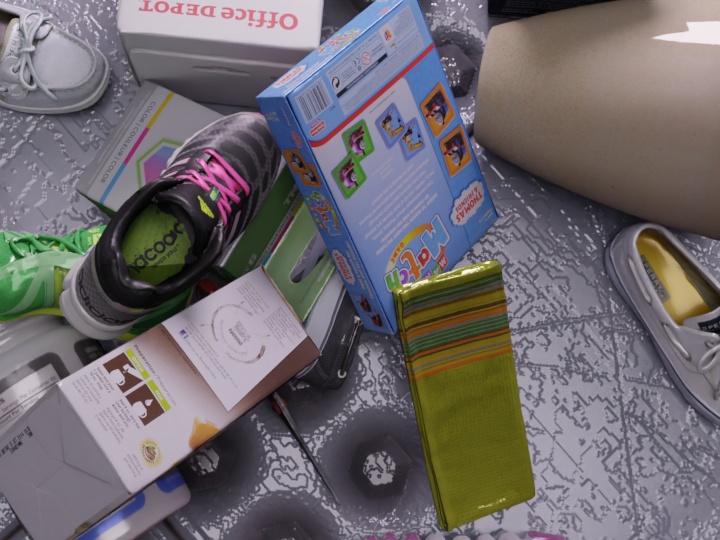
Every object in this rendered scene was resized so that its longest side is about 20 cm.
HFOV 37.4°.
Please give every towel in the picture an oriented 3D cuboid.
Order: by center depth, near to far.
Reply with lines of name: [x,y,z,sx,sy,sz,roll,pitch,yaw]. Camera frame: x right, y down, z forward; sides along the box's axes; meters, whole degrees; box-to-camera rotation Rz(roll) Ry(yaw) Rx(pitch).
towel: [0.082,0.096,0.802,0.085,0.018,0.202,-16,108,-12]

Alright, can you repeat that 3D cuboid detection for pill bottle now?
pill bottle: [-0.221,0.112,0.774,0.113,0.114,0.201,-32,84,-9]

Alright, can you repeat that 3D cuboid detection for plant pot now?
plant pot: [0.194,-0.131,0.828,0.198,0.187,0.189,9,80,13]

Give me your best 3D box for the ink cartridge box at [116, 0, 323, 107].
ink cartridge box: [-0.098,-0.244,0.826,0.146,0.145,0.202,5,80,-3]

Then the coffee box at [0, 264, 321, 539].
coffee box: [-0.131,0.086,0.701,0.080,0.114,0.200,54,39,2]

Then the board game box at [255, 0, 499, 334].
board game box: [0.021,-0.079,0.783,0.151,0.036,0.201,-45,123,-33]

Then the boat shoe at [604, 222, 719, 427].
boat shoe: [0.275,0.044,0.835,0.074,0.086,0.203,-32,84,-9]

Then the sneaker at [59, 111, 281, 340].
sneaker: [-0.109,-0.037,0.695,0.074,0.087,0.200,48,60,-13]

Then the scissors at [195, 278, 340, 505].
scissors: [-0.072,0.094,0.833,0.014,0.073,0.201,-35,109,-27]

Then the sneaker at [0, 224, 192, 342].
sneaker: [-0.204,-0.005,0.733,0.199,0.084,0.074,12,44,-38]

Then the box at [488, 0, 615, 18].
box: [0.169,-0.303,0.828,0.106,0.200,0.150,3,81,-3]

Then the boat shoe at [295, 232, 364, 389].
boat shoe: [0.000,0.000,0.837,0.066,0.070,0.201,30,71,-23]

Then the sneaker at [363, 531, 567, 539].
sneaker: [0.068,0.244,0.795,0.198,0.080,0.089,2,88,-5]

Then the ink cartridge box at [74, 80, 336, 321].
ink cartridge box: [-0.105,-0.055,0.806,0.199,0.059,0.104,27,79,21]

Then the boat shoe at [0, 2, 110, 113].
boat shoe: [-0.299,-0.181,0.841,0.201,0.065,0.075,21,80,-1]
